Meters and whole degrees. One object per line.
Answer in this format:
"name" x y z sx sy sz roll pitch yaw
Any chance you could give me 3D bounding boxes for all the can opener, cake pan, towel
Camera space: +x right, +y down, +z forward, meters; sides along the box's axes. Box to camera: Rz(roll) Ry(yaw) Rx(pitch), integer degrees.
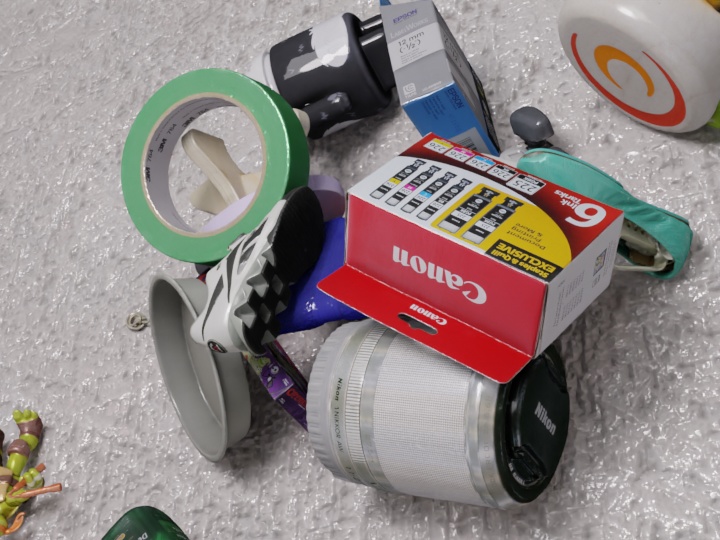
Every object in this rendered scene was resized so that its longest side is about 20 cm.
"can opener" 0.180 -0.117 1.203 0.053 0.067 0.200 -21 18 -1
"cake pan" -0.164 0.095 1.234 0.037 0.200 0.200 -17 42 -24
"towel" 0.000 0.000 1.173 0.200 0.050 0.148 -13 39 26

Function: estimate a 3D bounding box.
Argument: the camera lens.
"camera lens" 0.073 0.122 1.074 0.200 0.160 0.160 2 60 33

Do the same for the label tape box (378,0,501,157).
"label tape box" 0.086 -0.216 1.318 0.066 0.143 0.200 -21 50 18

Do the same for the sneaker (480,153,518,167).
"sneaker" 0.121 -0.090 1.211 0.087 0.075 0.200 -24 13 -24

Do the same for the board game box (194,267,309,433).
"board game box" -0.093 0.089 1.227 0.032 0.120 0.200 -37 47 -4

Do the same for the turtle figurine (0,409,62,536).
"turtle figurine" -0.392 0.235 1.344 0.200 0.064 0.161 -29 40 23

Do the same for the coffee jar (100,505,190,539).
"coffee jar" -0.171 0.314 1.138 0.200 0.085 0.104 30 77 41

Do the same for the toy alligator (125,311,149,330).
"toy alligator" -0.202 0.043 1.371 0.200 0.054 0.059 -4 56 29

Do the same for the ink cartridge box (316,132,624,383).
"ink cartridge box" 0.090 -0.016 1.023 0.200 0.084 0.176 25 43 27

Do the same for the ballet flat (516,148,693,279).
"ballet flat" 0.222 -0.042 1.086 0.067 0.200 0.070 -22 51 55

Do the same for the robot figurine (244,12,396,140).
"robot figurine" -0.040 -0.223 1.418 0.200 0.150 0.125 -23 83 15

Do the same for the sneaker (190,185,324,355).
"sneaker" -0.102 -0.006 1.149 0.088 0.074 0.200 -3 42 33

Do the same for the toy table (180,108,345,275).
"toy table" -0.112 -0.084 1.337 0.200 0.184 0.117 -27 62 21

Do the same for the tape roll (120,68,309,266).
"tape roll" -0.151 -0.105 1.244 0.200 0.048 0.201 -3 83 23

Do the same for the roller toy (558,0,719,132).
"roller toy" 0.298 -0.241 1.176 0.140 0.200 0.182 -49 42 -9
